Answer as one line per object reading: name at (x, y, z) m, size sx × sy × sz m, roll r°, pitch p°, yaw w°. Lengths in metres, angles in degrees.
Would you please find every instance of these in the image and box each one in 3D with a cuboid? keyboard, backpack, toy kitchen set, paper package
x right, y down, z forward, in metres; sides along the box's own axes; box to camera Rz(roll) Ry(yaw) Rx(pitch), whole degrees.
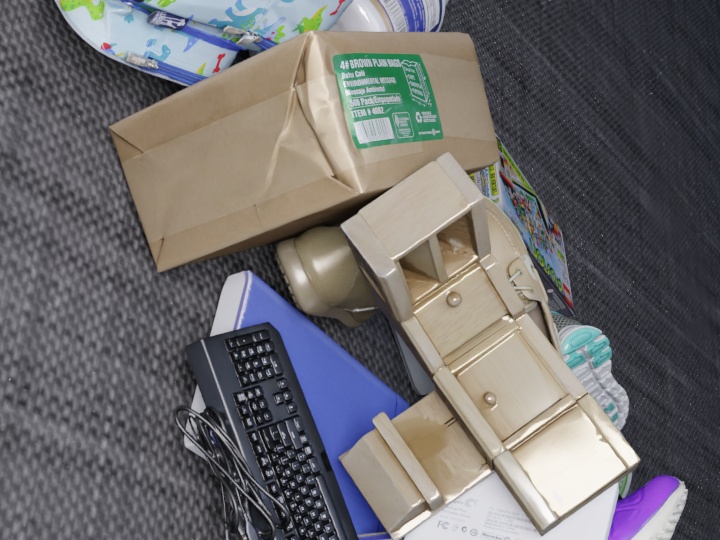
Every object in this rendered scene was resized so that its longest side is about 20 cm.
keyboard at (-0.046, 0.129, 0.709) m, size 0.104 × 0.040 × 0.200 m, roll -15°, pitch 80°, yaw -47°
backpack at (-0.106, -0.209, 0.726) m, size 0.200 × 0.147 × 0.183 m, roll 10°, pitch 38°, yaw -49°
toy kitchen set at (0.052, 0.077, 0.719) m, size 0.200 × 0.163 × 0.180 m, roll 54°, pitch -4°, yaw 20°
paper package at (-0.031, -0.085, 0.772) m, size 0.200 × 0.191 × 0.104 m, roll -17°, pitch 88°, yaw -56°

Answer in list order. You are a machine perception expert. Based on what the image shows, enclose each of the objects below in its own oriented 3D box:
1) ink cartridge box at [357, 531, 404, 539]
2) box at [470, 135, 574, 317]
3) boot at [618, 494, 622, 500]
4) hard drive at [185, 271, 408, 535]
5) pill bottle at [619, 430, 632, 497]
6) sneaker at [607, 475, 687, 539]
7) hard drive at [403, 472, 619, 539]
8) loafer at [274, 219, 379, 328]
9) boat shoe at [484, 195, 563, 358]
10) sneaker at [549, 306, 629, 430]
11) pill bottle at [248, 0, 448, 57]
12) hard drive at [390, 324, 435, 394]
ink cartridge box at (0.005, 0.283, 0.794) m, size 0.200 × 0.041 × 0.200 m, roll 12°, pitch 73°, yaw -53°
box at (0.158, -0.038, 1.135) m, size 0.200 × 0.035 × 0.110 m, roll 44°, pitch 35°, yaw -50°
boot at (0.132, 0.212, 0.906) m, size 0.200 × 0.155 × 0.072 m, roll 45°, pitch 7°, yaw -37°
hard drive at (-0.037, 0.109, 0.819) m, size 0.200 × 0.025 × 0.132 m, roll 43°, pitch 45°, yaw -39°
pill bottle at (0.148, 0.160, 1.004) m, size 0.200 × 0.111 × 0.111 m, roll 25°, pitch 56°, yaw -49°
sneaker at (0.147, 0.197, 0.816) m, size 0.200 × 0.100 × 0.070 m, roll -37°, pitch 148°, yaw -26°
hard drive at (0.084, 0.219, 0.758) m, size 0.025 × 0.132 × 0.200 m, roll 70°, pitch 36°, yaw -52°
loafer at (0.000, 0.000, 0.856) m, size 0.200 × 0.067 × 0.076 m, roll -8°, pitch 76°, yaw -76°
boat shoe at (0.131, 0.021, 1.011) m, size 0.200 × 0.072 × 0.065 m, roll 64°, pitch -6°, yaw -23°
sneaker at (0.212, 0.109, 1.156) m, size 0.078 × 0.091 × 0.200 m, roll -31°, pitch 132°, yaw -15°
pill bottle at (0.002, -0.213, 0.940) m, size 0.120 × 0.120 × 0.200 m, roll 62°, pitch 35°, yaw -18°
hard drive at (0.083, 0.017, 1.047) m, size 0.200 × 0.027 × 0.132 m, roll -30°, pitch 102°, yaw -57°
